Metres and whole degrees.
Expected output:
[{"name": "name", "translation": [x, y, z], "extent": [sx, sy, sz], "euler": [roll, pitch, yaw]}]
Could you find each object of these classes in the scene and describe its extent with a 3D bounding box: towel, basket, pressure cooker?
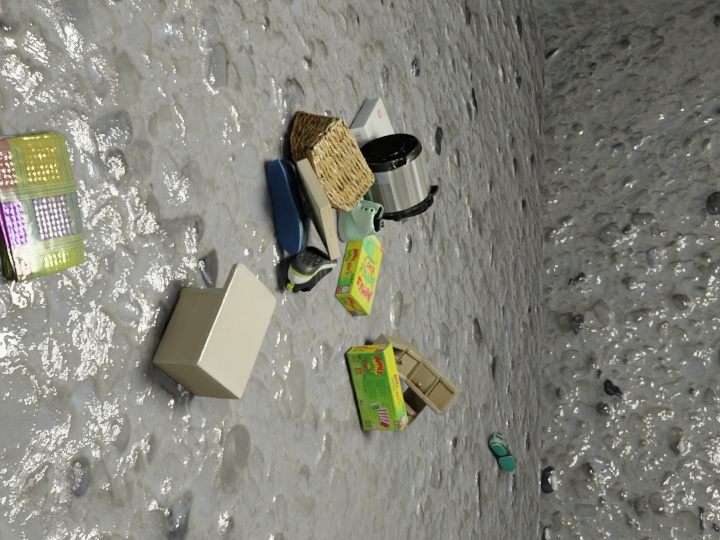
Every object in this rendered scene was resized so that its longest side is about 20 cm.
[{"name": "towel", "translation": [-0.453, -0.095, 1.069], "extent": [0.143, 0.023, 0.202], "euler": [-26, 109, -62]}, {"name": "basket", "translation": [-0.089, -0.237, 1.722], "extent": [0.143, 0.148, 0.201], "euler": [-51, 135, -21]}, {"name": "pressure cooker", "translation": [0.085, -0.219, 1.917], "extent": [0.178, 0.176, 0.201], "euler": [-29, 124, -19]}]

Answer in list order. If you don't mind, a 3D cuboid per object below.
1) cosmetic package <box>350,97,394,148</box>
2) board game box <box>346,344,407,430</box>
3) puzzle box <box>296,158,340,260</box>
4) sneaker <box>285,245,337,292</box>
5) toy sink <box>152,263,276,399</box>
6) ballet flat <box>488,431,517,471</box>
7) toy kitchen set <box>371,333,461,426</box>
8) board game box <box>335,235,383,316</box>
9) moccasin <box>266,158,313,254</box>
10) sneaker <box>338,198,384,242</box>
[{"name": "cosmetic package", "translation": [0.047, -0.332, 2.037], "extent": [0.201, 0.051, 0.151], "euler": [64, 32, -34]}, {"name": "board game box", "translation": [0.041, 0.282, 1.841], "extent": [0.048, 0.101, 0.202], "euler": [-35, 116, -60]}, {"name": "puzzle box", "translation": [-0.087, -0.126, 1.626], "extent": [0.201, 0.025, 0.134], "euler": [82, -17, -60]}, {"name": "sneaker", "translation": [-0.117, 0.002, 1.670], "extent": [0.083, 0.071, 0.200], "euler": [-62, 166, 16]}, {"name": "toy sink", "translation": [-0.251, 0.102, 1.325], "extent": [0.131, 0.111, 0.202], "euler": [51, 47, -46]}, {"name": "ballet flat", "translation": [0.511, 0.640, 2.728], "extent": [0.201, 0.074, 0.075], "euler": [61, 36, -40]}, {"name": "toy kitchen set", "translation": [0.107, 0.296, 1.935], "extent": [0.164, 0.200, 0.180], "euler": [-52, 149, 8]}, {"name": "board game box", "translation": [0.000, 0.000, 1.888], "extent": [0.102, 0.047, 0.202], "euler": [51, 42, -47]}, {"name": "moccasin", "translation": [-0.138, -0.136, 1.611], "extent": [0.068, 0.080, 0.202], "euler": [-15, 100, -55]}, {"name": "sneaker", "translation": [0.004, -0.175, 1.852], "extent": [0.074, 0.117, 0.203], "euler": [2, 82, -60]}]
